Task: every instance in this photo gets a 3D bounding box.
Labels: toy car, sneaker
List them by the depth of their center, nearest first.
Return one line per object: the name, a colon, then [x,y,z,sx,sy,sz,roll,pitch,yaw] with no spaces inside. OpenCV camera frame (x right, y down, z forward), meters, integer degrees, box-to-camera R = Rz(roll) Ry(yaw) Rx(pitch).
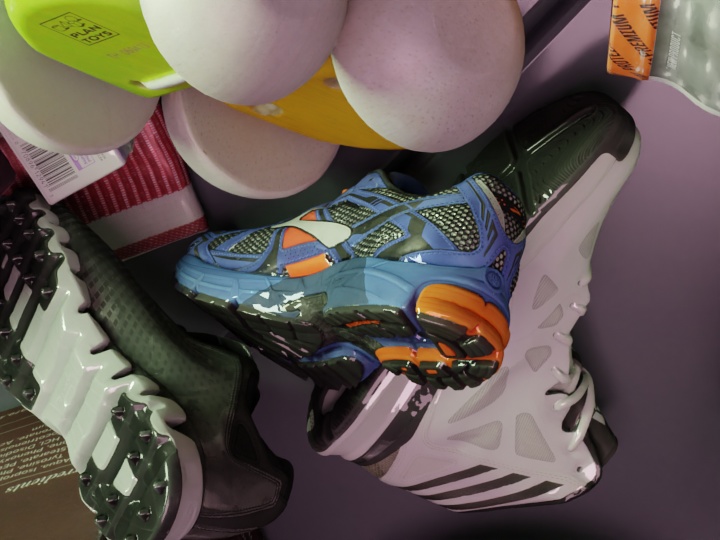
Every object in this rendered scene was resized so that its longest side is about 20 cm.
toy car: [-0.041,-0.117,1.017,0.200,0.175,0.151,12,75,-35]
sneaker: [0.000,0.000,1.076,0.200,0.079,0.075,4,150,50]
sneaker: [-0.090,0.041,1.080,0.090,0.200,0.067,7,123,-39]
sneaker: [0.077,0.022,1.121,0.115,0.076,0.201,29,117,-20]

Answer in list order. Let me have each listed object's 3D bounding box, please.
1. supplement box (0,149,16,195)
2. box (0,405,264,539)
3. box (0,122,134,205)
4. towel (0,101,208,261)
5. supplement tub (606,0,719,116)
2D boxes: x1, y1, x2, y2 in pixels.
supplement box: [-0.243,-0.084,1.057,0.110,0.086,0.200,-18,110,37]
box: [-0.134,0.167,1.130,0.164,0.200,0.166,-18,110,14]
box: [-0.159,-0.120,1.069,0.041,0.039,0.200,-28,110,14]
towel: [-0.165,-0.083,1.120,0.144,0.023,0.200,-19,112,13]
supplement tub: [0.192,-0.110,0.967,0.199,0.123,0.123,4,114,5]
